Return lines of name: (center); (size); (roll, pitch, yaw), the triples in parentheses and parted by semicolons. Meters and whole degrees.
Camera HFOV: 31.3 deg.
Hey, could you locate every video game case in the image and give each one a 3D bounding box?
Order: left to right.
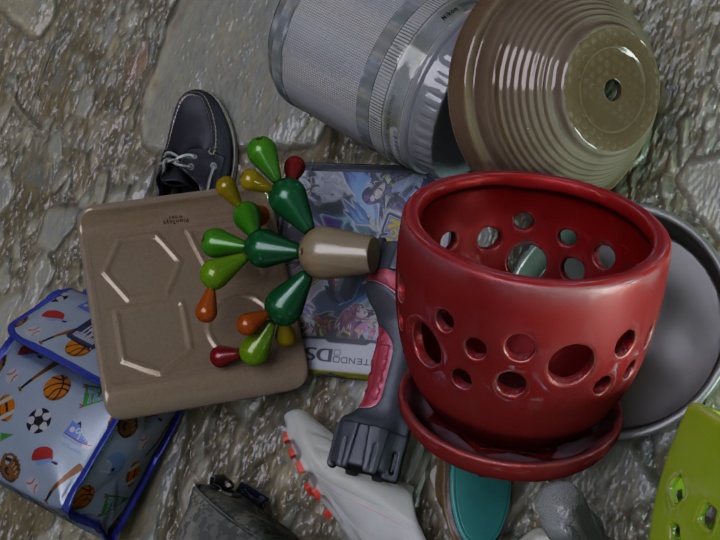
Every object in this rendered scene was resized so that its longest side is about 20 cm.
video game case: (0.000, 0.000, 1.189); (0.179, 0.025, 0.202); (4, 78, 24)

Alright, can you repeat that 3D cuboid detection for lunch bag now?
lunch bag: (-0.267, 0.124, 1.219); (0.169, 0.124, 0.201); (21, 70, 26)
lunch bag: (-0.117, 0.297, 1.095); (0.167, 0.139, 0.201); (29, 88, 26)

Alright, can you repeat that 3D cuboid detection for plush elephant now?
plush elephant: (0.137, 0.269, 0.998); (0.154, 0.199, 0.166); (-12, 56, 43)

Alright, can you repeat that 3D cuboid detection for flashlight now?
flashlight: (0.018, 0.075, 1.100); (0.068, 0.068, 0.202); (-12, 58, 60)

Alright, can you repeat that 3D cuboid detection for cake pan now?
cake pan: (0.215, 0.044, 1.080); (0.198, 0.037, 0.202); (-6, 74, 21)

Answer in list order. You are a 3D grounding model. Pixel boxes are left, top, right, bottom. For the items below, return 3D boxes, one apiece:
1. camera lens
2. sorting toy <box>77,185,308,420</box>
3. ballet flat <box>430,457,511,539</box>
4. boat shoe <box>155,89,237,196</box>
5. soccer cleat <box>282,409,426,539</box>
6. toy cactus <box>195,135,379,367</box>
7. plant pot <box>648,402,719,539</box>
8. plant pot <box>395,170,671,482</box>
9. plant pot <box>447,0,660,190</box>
camera lens: (0.028, -0.189, 1.153); (0.199, 0.160, 0.161); (32, 89, 26)
sorting toy: (-0.155, 0.027, 1.178); (0.183, 0.037, 0.202); (-8, 70, -13)
ballet flat: (0.087, 0.144, 1.092); (0.072, 0.067, 0.202); (-36, 48, 55)
boat shoe: (-0.166, -0.090, 1.262); (0.072, 0.063, 0.202); (-5, 74, 20)
soccer cleat: (0.003, 0.194, 1.120); (0.077, 0.069, 0.200); (-32, 62, -11)
toy cactus: (-0.061, -0.012, 1.121); (0.163, 0.102, 0.202); (3, 79, 22)
plant pot: (0.307, 0.231, 0.878); (0.183, 0.198, 0.200); (-63, 30, 5)
plant pot: (0.123, 0.042, 0.976); (0.199, 0.200, 0.184); (18, 122, 26)
plant pot: (0.178, -0.147, 1.049); (0.092, 0.200, 0.202); (12, 79, 60)
